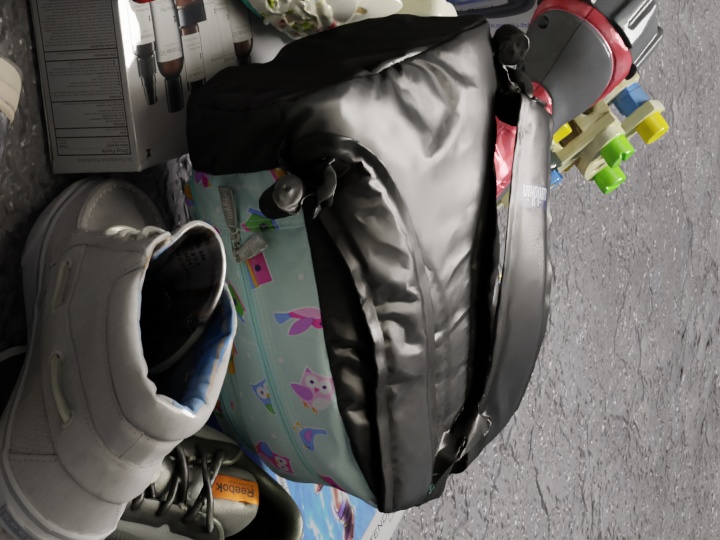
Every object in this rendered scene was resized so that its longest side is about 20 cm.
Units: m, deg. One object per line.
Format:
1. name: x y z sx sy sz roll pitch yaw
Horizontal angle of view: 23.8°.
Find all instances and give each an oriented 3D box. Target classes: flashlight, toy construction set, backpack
1. flashlight: 0.077 -0.074 0.887 0.200 0.068 0.068 -49 119 -18
2. toy construction set: 0.094 -0.048 1.032 0.201 0.092 0.131 -53 166 11
3. backpack: 0.000 0.000 0.749 0.166 0.126 0.202 -25 118 -38

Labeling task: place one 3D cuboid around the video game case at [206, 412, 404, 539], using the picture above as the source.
1. video game case: -0.022 0.062 0.894 0.182 0.045 0.202 -57 140 -48

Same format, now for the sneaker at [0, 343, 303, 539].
1. sneaker: -0.092 0.082 0.716 0.200 0.079 0.075 35 62 -55

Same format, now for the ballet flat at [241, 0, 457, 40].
1. ballet flat: 0.004 -0.129 0.805 0.200 0.063 0.077 26 67 -61

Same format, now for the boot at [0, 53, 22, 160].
1. boot: -0.182 -0.012 0.544 0.200 0.072 0.153 15 78 -68

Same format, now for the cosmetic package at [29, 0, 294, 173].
1. cosmetic package: -0.069 -0.103 0.784 0.200 0.050 0.084 -30 119 -60

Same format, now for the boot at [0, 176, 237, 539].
1. boot: -0.082 0.012 0.651 0.073 0.095 0.201 35 31 -26

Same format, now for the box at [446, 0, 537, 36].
1. box: 0.055 -0.171 0.953 0.200 0.118 0.042 47 50 -54

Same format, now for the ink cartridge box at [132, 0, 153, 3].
1. ink cartridge box: -0.077 -0.222 0.626 0.201 0.083 0.146 73 6 -60
